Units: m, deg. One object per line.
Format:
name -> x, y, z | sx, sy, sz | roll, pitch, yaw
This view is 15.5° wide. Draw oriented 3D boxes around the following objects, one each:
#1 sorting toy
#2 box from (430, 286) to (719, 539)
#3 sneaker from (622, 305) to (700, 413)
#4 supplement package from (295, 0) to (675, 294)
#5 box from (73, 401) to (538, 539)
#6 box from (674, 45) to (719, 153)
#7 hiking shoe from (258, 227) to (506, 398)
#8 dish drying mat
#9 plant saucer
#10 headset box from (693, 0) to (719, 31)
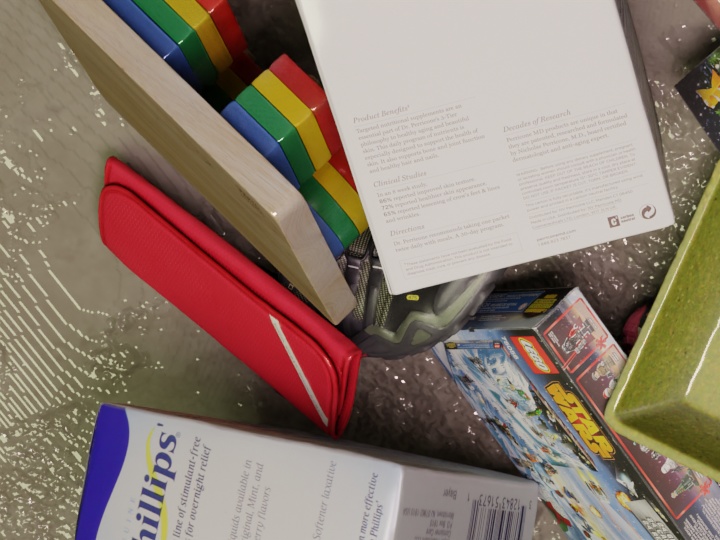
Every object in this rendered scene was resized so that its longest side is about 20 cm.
sorting toy -> -0.071, -0.086, 1.411 | 0.070, 0.199, 0.200 | -44, 72, -6
box -> 0.131, 0.098, 1.496 | 0.200, 0.040, 0.137 | 54, 158, -16
sneaker -> 0.231, 0.084, 1.481 | 0.200, 0.081, 0.075 | 38, 94, -1
supplement package -> 0.060, -0.123, 1.344 | 0.151, 0.151, 0.200 | -14, 115, 9
box -> -0.030, 0.147, 1.502 | 0.200, 0.184, 0.105 | 10, 87, 29
box -> 0.267, -0.057, 1.332 | 0.137, 0.038, 0.200 | -42, 70, 27
hiking shoe -> 0.000, 0.000, 1.503 | 0.200, 0.076, 0.101 | -30, 110, 32
dish drying mat -> -0.080, 0.015, 1.520 | 0.200, 0.018, 0.077 | 37, 144, 24
plant saucer -> 0.259, 0.033, 1.389 | 0.199, 0.048, 0.200 | 26, 95, 23
headset box -> 0.165, -0.211, 1.270 | 0.077, 0.149, 0.200 | -35, 104, 27
